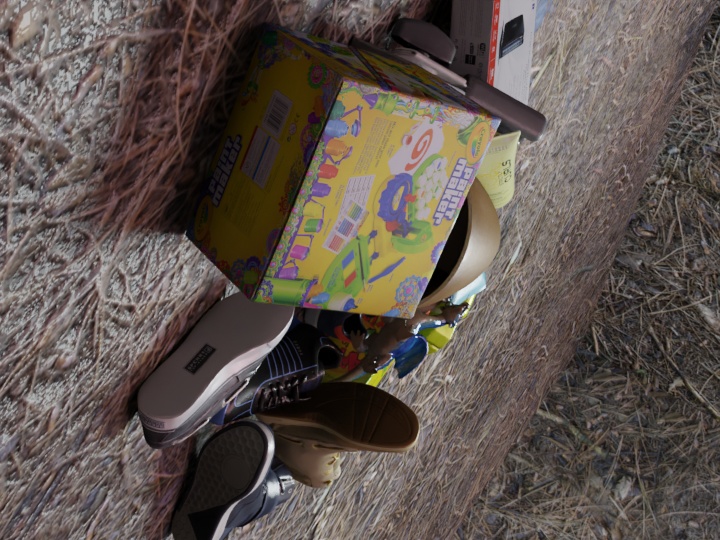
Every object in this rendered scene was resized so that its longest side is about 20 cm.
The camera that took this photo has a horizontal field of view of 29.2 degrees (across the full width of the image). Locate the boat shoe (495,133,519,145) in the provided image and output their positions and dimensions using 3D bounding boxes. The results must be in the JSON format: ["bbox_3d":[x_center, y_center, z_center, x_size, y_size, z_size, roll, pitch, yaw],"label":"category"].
[{"bbox_3d":[0.175,-0.189,1.810,0.203,0.086,0.075,-60,164,-6],"label":"boat shoe"}]

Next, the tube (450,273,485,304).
[{"bbox_3d":[0.119,-0.056,1.659,0.077,0.050,0.202,-27,118,-38],"label":"tube"}]

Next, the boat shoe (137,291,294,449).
[{"bbox_3d":[-0.137,0.095,1.328,0.200,0.071,0.068,-47,157,-35],"label":"boat shoe"}]

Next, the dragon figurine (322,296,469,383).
[{"bbox_3d":[0.040,0.085,1.586,0.200,0.059,0.099,-47,154,17],"label":"dragon figurine"}]

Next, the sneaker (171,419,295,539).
[{"bbox_3d":[-0.119,0.219,1.542,0.146,0.077,0.203,-23,153,-50],"label":"sneaker"}]

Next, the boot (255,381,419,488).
[{"bbox_3d":[-0.024,0.197,1.596,0.156,0.197,0.073,81,21,-53],"label":"boot"}]

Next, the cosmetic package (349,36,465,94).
[{"bbox_3d":[0.008,-0.112,1.361,0.090,0.106,0.202,10,107,-63],"label":"cosmetic package"}]

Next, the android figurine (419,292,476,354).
[{"bbox_3d":[0.089,0.029,1.789,0.041,0.181,0.202,34,78,-30],"label":"android figurine"}]

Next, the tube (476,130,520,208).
[{"bbox_3d":[0.141,-0.115,1.530,0.058,0.052,0.200,-52,167,-5],"label":"tube"}]

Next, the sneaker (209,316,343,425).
[{"bbox_3d":[-0.091,0.115,1.496,0.200,0.077,0.071,-42,156,-51],"label":"sneaker"}]

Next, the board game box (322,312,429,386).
[{"bbox_3d":[0.002,0.073,1.673,0.200,0.101,0.048,-52,162,-31],"label":"board game box"}]

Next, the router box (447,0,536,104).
[{"bbox_3d":[0.150,-0.266,1.553,0.179,0.048,0.202,-41,138,-60],"label":"router box"}]

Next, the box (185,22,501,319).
[{"bbox_3d":[-0.015,-0.080,1.193,0.191,0.122,0.202,8,112,-43],"label":"box"}]

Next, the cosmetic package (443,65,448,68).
[{"bbox_3d":[0.076,-0.192,1.557,0.200,0.050,0.083,-22,137,-67],"label":"cosmetic package"}]

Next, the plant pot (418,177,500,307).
[{"bbox_3d":[0.072,-0.047,1.483,0.199,0.185,0.188,6,113,-63],"label":"plant pot"}]

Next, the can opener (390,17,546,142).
[{"bbox_3d":[0.115,-0.195,1.442,0.052,0.199,0.067,10,-106,60],"label":"can opener"}]

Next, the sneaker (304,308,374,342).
[{"bbox_3d":[0.000,0.000,1.576,0.075,0.084,0.201,-44,156,-46],"label":"sneaker"}]
